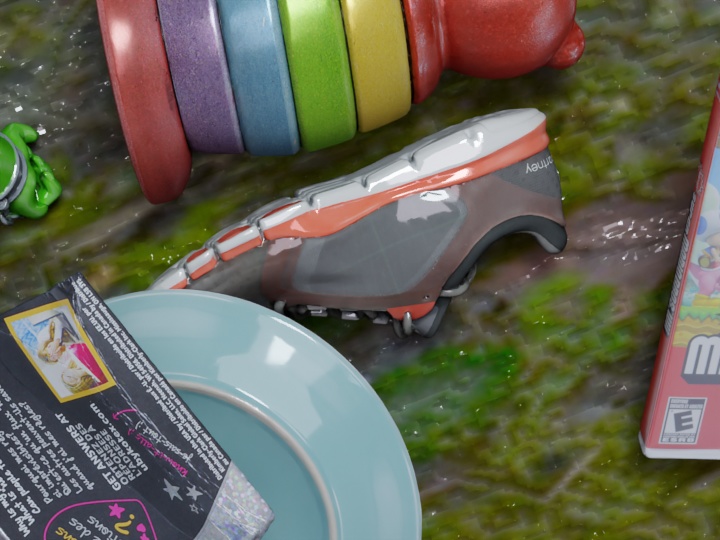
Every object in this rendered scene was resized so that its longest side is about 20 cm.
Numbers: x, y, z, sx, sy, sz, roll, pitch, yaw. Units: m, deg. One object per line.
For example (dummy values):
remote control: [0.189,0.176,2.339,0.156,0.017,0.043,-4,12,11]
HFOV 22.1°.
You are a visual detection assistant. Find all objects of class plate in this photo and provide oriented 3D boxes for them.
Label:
plate: [-0.073,0.106,0.793,0.199,0.026,0.201,4,110,12]

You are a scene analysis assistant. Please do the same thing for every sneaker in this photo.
sneaker: [0.000,0.000,0.799,0.199,0.077,0.082,-23,97,4]

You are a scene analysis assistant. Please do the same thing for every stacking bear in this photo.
stacking bear: [-0.006,-0.107,0.783,0.199,0.114,0.122,-11,90,-2]

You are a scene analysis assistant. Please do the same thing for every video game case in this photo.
video game case: [0.201,-0.004,0.755,0.142,0.017,0.201,2,123,-7]

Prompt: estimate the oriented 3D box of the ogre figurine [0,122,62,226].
ogre figurine: [-0.219,-0.098,0.782,0.098,0.120,0.201,-27,89,3]

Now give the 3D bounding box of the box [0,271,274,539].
box: [-0.153,0.121,0.735,0.132,0.115,0.200,50,131,5]
